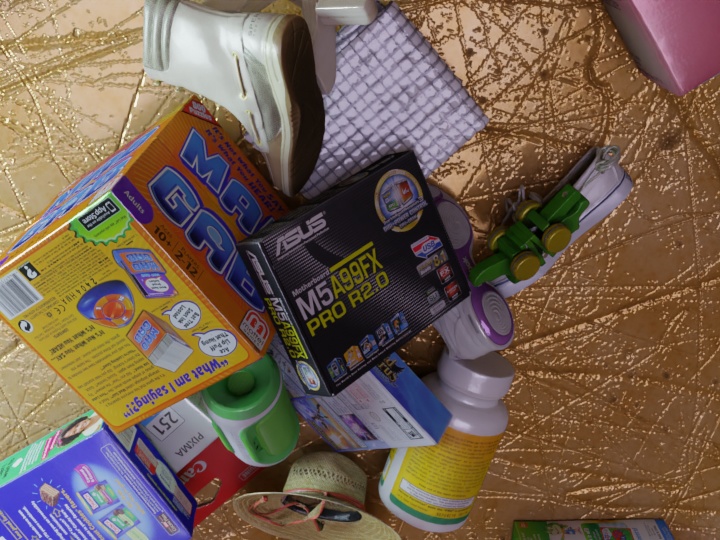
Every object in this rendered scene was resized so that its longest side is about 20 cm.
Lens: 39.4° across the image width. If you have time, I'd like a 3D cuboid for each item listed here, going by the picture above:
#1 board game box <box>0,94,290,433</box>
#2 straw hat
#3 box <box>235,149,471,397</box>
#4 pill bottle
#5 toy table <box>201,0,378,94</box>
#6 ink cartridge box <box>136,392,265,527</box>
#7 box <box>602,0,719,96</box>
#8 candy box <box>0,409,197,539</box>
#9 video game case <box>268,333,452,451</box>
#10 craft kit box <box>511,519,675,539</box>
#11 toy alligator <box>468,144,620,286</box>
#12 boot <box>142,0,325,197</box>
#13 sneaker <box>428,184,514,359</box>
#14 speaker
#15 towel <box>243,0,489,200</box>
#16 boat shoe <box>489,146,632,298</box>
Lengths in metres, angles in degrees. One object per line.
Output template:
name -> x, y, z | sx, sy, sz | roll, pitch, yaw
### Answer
board game box -> -0.199, -0.006, 0.977 | 0.200, 0.200, 0.200 | -28, 112, 28
straw hat -> -0.042, 0.259, 1.175 | 0.201, 0.085, 0.201 | 10, 148, 7
box -> 0.000, 0.000, 0.945 | 0.200, 0.044, 0.160 | -33, 108, -33
pill bottle -> 0.102, 0.187, 1.148 | 0.113, 0.113, 0.200 | 15, 109, -10
toy table -> -0.050, -0.264, 0.907 | 0.200, 0.117, 0.184 | -1, 140, 42
ink cartridge box -> -0.230, 0.236, 1.183 | 0.200, 0.045, 0.176 | -42, 107, 12
box -> 0.289, -0.287, 0.964 | 0.109, 0.128, 0.200 | -32, 109, 10
candy box -> -0.313, 0.266, 1.126 | 0.200, 0.077, 0.169 | -30, 109, 8
video game case -> -0.026, 0.114, 1.089 | 0.200, 0.045, 0.181 | 49, 145, -19
craft kit box -> 0.294, 0.371, 1.186 | 0.197, 0.200, 0.049 | 3, 113, -4
toy alligator -> 0.196, -0.044, 1.026 | 0.200, 0.059, 0.054 | -42, 136, 3
boot -> -0.118, -0.164, 0.933 | 0.155, 0.072, 0.200 | 17, 144, 17
sneaker -> 0.085, 0.005, 1.076 | 0.100, 0.075, 0.200 | -34, 75, 48
speaker -> -0.114, 0.147, 1.066 | 0.088, 0.089, 0.200 | -8, 154, -1
towel -> 0.005, -0.157, 1.024 | 0.200, 0.086, 0.166 | -42, 106, 13
boat shoe -> 0.191, -0.058, 1.078 | 0.202, 0.075, 0.086 | -41, 109, 10
